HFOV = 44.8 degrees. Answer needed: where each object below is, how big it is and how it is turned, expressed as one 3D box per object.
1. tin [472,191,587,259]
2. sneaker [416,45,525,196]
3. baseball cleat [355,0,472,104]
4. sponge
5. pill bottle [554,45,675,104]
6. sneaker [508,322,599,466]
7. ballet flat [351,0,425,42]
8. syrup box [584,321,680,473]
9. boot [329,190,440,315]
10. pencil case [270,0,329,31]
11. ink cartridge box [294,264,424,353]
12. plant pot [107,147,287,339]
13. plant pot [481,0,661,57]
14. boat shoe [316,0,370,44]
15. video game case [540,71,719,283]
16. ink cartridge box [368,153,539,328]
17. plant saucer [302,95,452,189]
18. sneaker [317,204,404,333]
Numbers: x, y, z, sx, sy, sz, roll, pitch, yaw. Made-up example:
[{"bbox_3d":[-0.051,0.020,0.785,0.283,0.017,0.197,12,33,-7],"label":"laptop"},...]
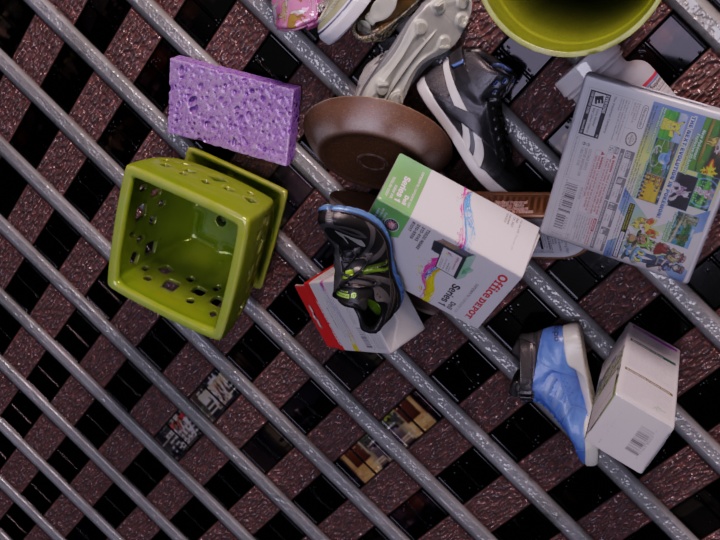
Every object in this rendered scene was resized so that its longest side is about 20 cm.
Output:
[{"bbox_3d":[0.203,-0.056,1.129,0.198,0.042,0.112,2,155,22],"label":"tin"},{"bbox_3d":[0.168,-0.191,1.101,0.112,0.073,0.201,-36,94,30],"label":"sneaker"},{"bbox_3d":[0.056,-0.280,1.113,0.070,0.106,0.200,40,93,-29],"label":"baseball cleat"},{"bbox_3d":[-0.183,-0.229,1.252,0.198,0.030,0.113,17,117,15],"label":"sponge"},{"bbox_3d":[0.323,-0.171,1.025,0.200,0.109,0.109,48,120,-2],"label":"pill bottle"},{"bbox_3d":[0.265,0.177,1.209,0.110,0.077,0.202,-10,103,19],"label":"sneaker"},{"bbox_3d":[0.061,-0.354,1.076,0.068,0.075,0.200,46,120,-4],"label":"ballet flat"},{"bbox_3d":[0.345,0.153,1.098,0.081,0.200,0.079,30,120,9],"label":"syrup box"},{"bbox_3d":[0.039,-0.019,1.232,0.198,0.070,0.148,22,126,21],"label":"boot"},{"bbox_3d":[-0.082,-0.409,1.107,0.085,0.083,0.203,-1,110,14],"label":"pencil case"},{"bbox_3d":[-0.007,0.050,1.242,0.199,0.067,0.117,-4,116,62],"label":"ink cartridge box"},{"bbox_3d":[-0.223,-0.053,1.254,0.198,0.182,0.201,24,119,11],"label":"plant pot"},{"bbox_3d":[0.239,-0.346,0.939,0.198,0.193,0.203,8,113,19],"label":"plant pot"},{"bbox_3d":[-0.001,-0.375,1.075,0.062,0.072,0.201,32,100,-18],"label":"boat shoe"},{"bbox_3d":[0.314,-0.103,0.985,0.181,0.022,0.202,21,122,17],"label":"video game case"},{"bbox_3d":[0.100,-0.033,1.092,0.198,0.084,0.145,28,146,-2],"label":"ink cartridge box"},{"bbox_3d":[0.018,-0.153,1.124,0.198,0.037,0.201,12,158,5],"label":"plant saucer"},{"bbox_3d":[0.000,0.000,1.054,0.070,0.083,0.201,6,139,30],"label":"sneaker"}]
